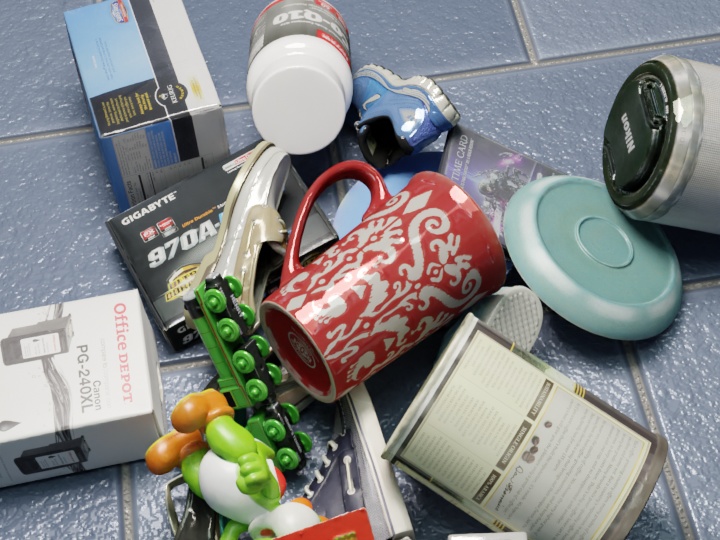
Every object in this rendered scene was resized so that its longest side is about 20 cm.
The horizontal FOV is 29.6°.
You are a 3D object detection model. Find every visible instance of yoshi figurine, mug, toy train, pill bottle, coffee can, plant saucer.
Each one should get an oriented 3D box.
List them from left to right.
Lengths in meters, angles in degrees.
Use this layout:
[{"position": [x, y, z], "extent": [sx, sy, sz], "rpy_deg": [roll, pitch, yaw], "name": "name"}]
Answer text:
[{"position": [-0.101, 0.204, 1.132], "extent": [0.112, 0.113, 0.200], "rpy_deg": [-42, 74, -7], "name": "yoshi figurine"}, {"position": [-0.103, 0.095, 1.225], "extent": [0.056, 0.202, 0.042], "rpy_deg": [-14, 18, 32], "name": "toy train"}, {"position": [-0.064, -0.209, 1.445], "extent": [0.112, 0.115, 0.201], "rpy_deg": [-4, 30, 0], "name": "pill bottle"}, {"position": [0.003, 0.009, 1.244], "extent": [0.199, 0.134, 0.177], "rpy_deg": [-37, 50, -23], "name": "mug"}, {"position": [0.137, 0.151, 1.153], "extent": [0.199, 0.147, 0.147], "rpy_deg": [33, 59, 4], "name": "coffee can"}, {"position": [0.235, -0.022, 1.337], "extent": [0.198, 0.028, 0.202], "rpy_deg": [15, 47, -16], "name": "plant saucer"}]

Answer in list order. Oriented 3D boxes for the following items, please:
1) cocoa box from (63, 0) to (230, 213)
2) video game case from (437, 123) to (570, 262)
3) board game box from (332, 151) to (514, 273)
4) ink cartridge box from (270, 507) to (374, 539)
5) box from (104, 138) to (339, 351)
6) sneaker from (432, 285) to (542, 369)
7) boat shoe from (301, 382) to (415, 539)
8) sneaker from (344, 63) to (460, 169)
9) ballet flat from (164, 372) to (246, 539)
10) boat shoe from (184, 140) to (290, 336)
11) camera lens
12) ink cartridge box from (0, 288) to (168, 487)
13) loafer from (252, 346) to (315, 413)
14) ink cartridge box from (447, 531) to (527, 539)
[{"position": [-0.228, -0.184, 1.462], "extent": [0.130, 0.134, 0.201], "rpy_deg": [-17, 54, -9], "name": "cocoa box"}, {"position": [0.168, -0.060, 1.365], "extent": [0.198, 0.019, 0.144], "rpy_deg": [23, 46, -7], "name": "video game case"}, {"position": [0.068, -0.030, 1.395], "extent": [0.157, 0.039, 0.200], "rpy_deg": [-35, 57, -14], "name": "board game box"}, {"position": [-0.036, 0.309, 1.067], "extent": [0.160, 0.202, 0.050], "rpy_deg": [-17, 9, -10], "name": "ink cartridge box"}, {"position": [-0.138, -0.031, 1.386], "extent": [0.199, 0.046, 0.160], "rpy_deg": [-28, 57, -9], "name": "box"}, {"position": [0.096, 0.103, 1.286], "extent": [0.074, 0.082, 0.201], "rpy_deg": [43, 76, -16], "name": "sneaker"}, {"position": [-0.018, 0.179, 1.219], "extent": [0.092, 0.075, 0.201], "rpy_deg": [-18, 53, -2], "name": "boat shoe"}, {"position": [0.020, -0.159, 1.428], "extent": [0.089, 0.079, 0.200], "rpy_deg": [-44, 23, -12], "name": "sneaker"}, {"position": [-0.145, 0.175, 1.236], "extent": [0.068, 0.068, 0.202], "rpy_deg": [-8, 52, 12], "name": "ballet flat"}, {"position": [-0.100, -0.027, 1.310], "extent": [0.068, 0.075, 0.202], "rpy_deg": [14, 72, 16], "name": "boat shoe"}, {"position": [0.350, -0.118, 1.341], "extent": [0.198, 0.161, 0.161], "rpy_deg": [9, 51, -17], "name": "camera lens"}, {"position": [-0.288, 0.111, 1.277], "extent": [0.198, 0.084, 0.146], "rpy_deg": [-11, 53, -5], "name": "ink cartridge box"}, {"position": [-0.030, 0.060, 1.295], "extent": [0.200, 0.063, 0.072], "rpy_deg": [-44, 56, -14], "name": "loafer"}, {"position": [0.105, 0.324, 1.078], "extent": [0.067, 0.117, 0.202], "rpy_deg": [-2, 54, 2], "name": "ink cartridge box"}]
